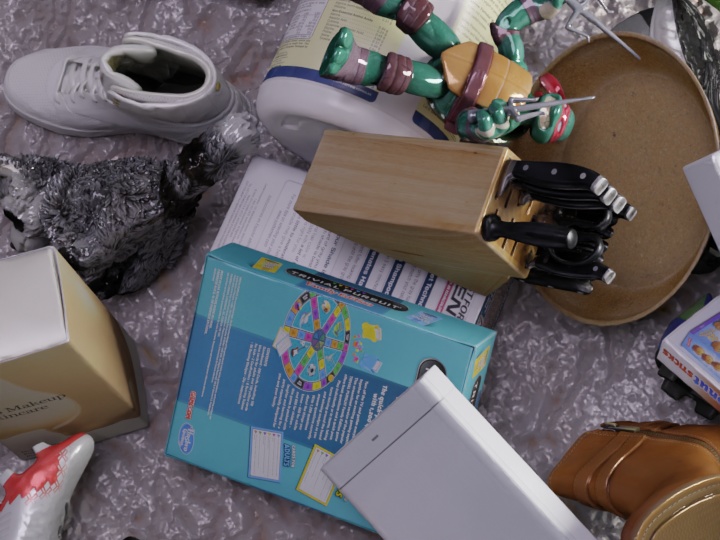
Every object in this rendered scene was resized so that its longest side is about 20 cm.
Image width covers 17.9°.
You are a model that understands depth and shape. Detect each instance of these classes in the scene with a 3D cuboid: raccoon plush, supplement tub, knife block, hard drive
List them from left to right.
[{"bbox_3d":[-0.173,-0.073,1.654,0.200,0.097,0.134,-38,64,0],"label":"raccoon plush"},{"bbox_3d":[0.027,-0.170,1.619,0.145,0.145,0.200,20,76,17],"label":"supplement tub"},{"bbox_3d":[0.070,-0.046,1.476,0.200,0.176,0.064,23,73,-5],"label":"knife block"},{"bbox_3d":[0.077,0.169,1.473,0.200,0.132,0.027,47,46,2],"label":"hard drive"}]

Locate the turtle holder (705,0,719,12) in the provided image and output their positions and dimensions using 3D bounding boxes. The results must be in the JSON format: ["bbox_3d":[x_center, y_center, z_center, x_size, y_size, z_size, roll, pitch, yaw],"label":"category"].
[{"bbox_3d":[0.244,-0.271,1.603,0.131,0.186,0.141,8,113,-3],"label":"turtle holder"}]

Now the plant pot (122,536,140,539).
[{"bbox_3d":[-0.136,0.294,1.472,0.200,0.200,0.178,29,68,20],"label":"plant pot"}]

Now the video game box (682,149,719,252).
[{"bbox_3d":[0.325,-0.014,1.483,0.182,0.047,0.200,-24,91,-22],"label":"video game box"}]

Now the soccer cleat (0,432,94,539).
[{"bbox_3d":[-0.237,0.204,1.588,0.085,0.069,0.200,37,84,12],"label":"soccer cleat"}]

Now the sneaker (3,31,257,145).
[{"bbox_3d":[-0.183,-0.143,1.670,0.200,0.116,0.074,9,74,16],"label":"sneaker"}]

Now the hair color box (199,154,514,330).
[{"bbox_3d":[0.000,0.000,1.609,0.200,0.061,0.100,19,75,17],"label":"hair color box"}]

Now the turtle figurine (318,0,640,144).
[{"bbox_3d":[0.079,-0.130,1.504,0.200,0.101,0.150,21,47,-8],"label":"turtle figurine"}]

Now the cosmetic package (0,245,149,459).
[{"bbox_3d":[-0.221,0.060,1.559,0.105,0.200,0.071,-16,68,6],"label":"cosmetic package"}]

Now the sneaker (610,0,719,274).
[{"bbox_3d":[0.217,-0.090,1.601,0.079,0.074,0.200,-20,69,30],"label":"sneaker"}]

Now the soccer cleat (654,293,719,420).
[{"bbox_3d":[0.291,0.082,1.520,0.200,0.065,0.084,30,76,20],"label":"soccer cleat"}]

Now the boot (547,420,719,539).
[{"bbox_3d":[0.180,0.139,1.450,0.155,0.200,0.077,10,114,39],"label":"boot"}]

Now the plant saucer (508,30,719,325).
[{"bbox_3d":[0.179,-0.062,1.563,0.200,0.035,0.201,-4,84,49],"label":"plant saucer"}]

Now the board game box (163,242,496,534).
[{"bbox_3d":[-0.023,0.084,1.555,0.200,0.047,0.151,19,108,17],"label":"board game box"}]

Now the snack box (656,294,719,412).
[{"bbox_3d":[0.290,0.021,1.521,0.200,0.024,0.072,-35,64,-27],"label":"snack box"}]
